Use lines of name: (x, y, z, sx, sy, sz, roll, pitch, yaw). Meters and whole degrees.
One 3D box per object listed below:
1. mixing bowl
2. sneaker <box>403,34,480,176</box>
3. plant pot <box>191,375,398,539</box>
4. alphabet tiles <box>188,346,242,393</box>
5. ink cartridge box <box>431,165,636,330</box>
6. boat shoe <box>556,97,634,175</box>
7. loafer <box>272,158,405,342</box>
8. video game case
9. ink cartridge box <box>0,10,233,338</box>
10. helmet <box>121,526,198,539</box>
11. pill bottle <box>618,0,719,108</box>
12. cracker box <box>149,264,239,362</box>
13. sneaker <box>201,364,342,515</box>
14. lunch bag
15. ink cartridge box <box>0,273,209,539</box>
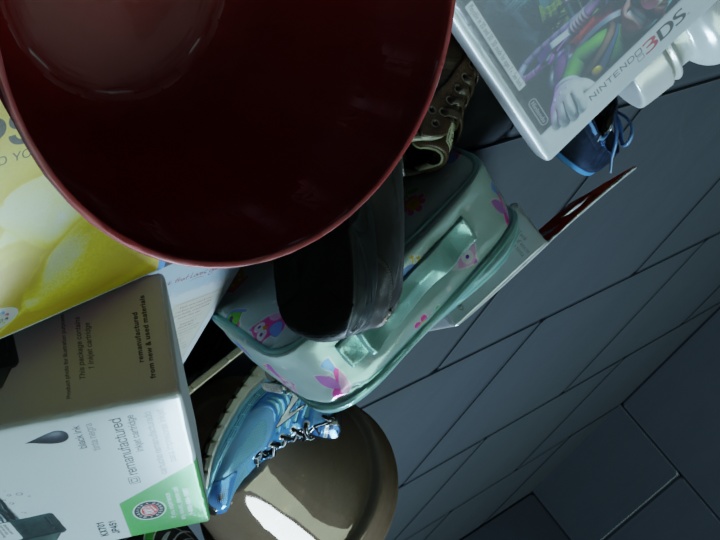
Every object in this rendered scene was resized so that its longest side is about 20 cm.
mixing bowl: (-0.069, -0.110, 0.423, 0.200, 0.108, 0.201, -16, 116, -38)
sneaker: (0.040, -0.100, 0.707, 0.200, 0.075, 0.071, -44, 158, -16)
plant pot: (-0.088, 0.178, 1.005, 0.200, 0.200, 0.175, -39, 141, 1)
alphabet tiles: (-0.124, 0.087, 0.858, 0.200, 0.006, 0.166, -39, 180, -28)
ink cartridge box: (0.112, -0.023, 0.859, 0.174, 0.044, 0.200, -42, 179, -5)
boat shoe: (0.193, -0.127, 0.936, 0.069, 0.084, 0.200, -34, 166, 22)
loafer: (-0.008, -0.062, 0.623, 0.072, 0.073, 0.201, -3, 98, -56)
video game case: (0.139, -0.187, 0.678, 0.182, 0.023, 0.200, -44, 136, 2)
ink cartridge box: (-0.120, -0.072, 0.514, 0.197, 0.047, 0.200, -25, 147, -34)
helmet: (-0.223, 0.288, 0.955, 0.199, 0.191, 0.201, -2, 131, -3)
pill bottle: (0.256, -0.217, 0.809, 0.200, 0.114, 0.114, -40, 160, 4)
cracker box: (-0.165, 0.038, 0.706, 0.134, 0.058, 0.200, -19, 154, -46)
sneaker: (-0.058, 0.115, 0.885, 0.200, 0.090, 0.078, -53, 179, -23)
lunch bag: (0.000, 0.000, 0.736, 0.200, 0.160, 0.077, -45, 123, -12)
ink cartridge box: (-0.193, 0.092, 0.604, 0.199, 0.083, 0.147, -10, 142, -8)
